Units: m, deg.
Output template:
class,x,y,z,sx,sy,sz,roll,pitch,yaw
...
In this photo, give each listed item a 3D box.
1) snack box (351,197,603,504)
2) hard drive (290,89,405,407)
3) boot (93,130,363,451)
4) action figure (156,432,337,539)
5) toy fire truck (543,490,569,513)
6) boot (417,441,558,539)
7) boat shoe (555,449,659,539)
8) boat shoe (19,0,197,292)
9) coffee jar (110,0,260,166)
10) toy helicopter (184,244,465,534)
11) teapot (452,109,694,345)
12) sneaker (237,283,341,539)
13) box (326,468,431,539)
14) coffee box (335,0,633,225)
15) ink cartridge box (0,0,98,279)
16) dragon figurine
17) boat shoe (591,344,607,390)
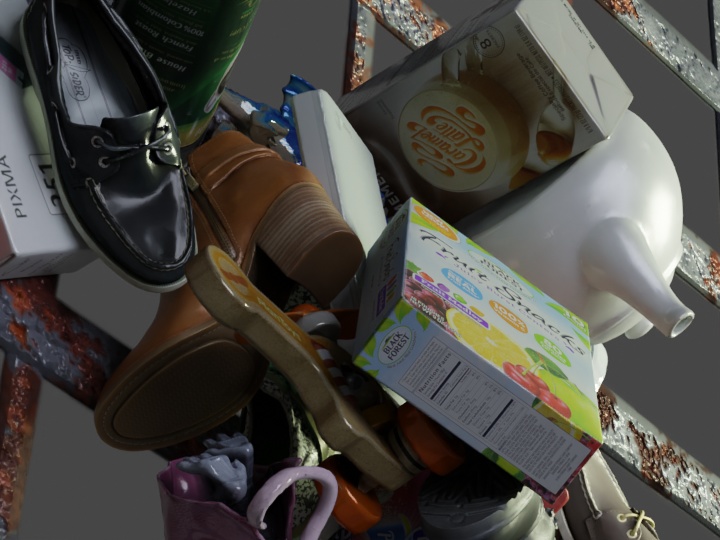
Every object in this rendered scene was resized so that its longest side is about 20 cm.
class,x,y,z,sx,sy,sz,roll,pitch,yaw
snack box,0.068,0.041,1.355,0.142,0.053,0.200,37,16,-8
hard drive,0.000,0.000,1.483,0.132,0.026,0.201,50,27,-67
boot,-0.106,0.005,1.413,0.077,0.200,0.155,44,-1,-42
action figure,-0.060,0.195,1.286,0.134,0.148,0.202,-8,97,-48
toy fire truck,0.067,0.073,1.570,0.048,0.141,0.201,-23,95,-14
boot,0.092,0.202,1.376,0.165,0.065,0.201,-53,135,-65
boat shoe,0.194,0.211,1.701,0.072,0.059,0.201,2,65,-52
boat shoe,-0.143,-0.086,1.358,0.074,0.066,0.201,-11,72,-24
coffee jar,-0.111,-0.157,1.438,0.085,0.201,0.105,24,40,-3
toy helicopter,-0.031,0.046,1.308,0.200,0.079,0.133,44,17,-35
teapot,0.161,-0.013,1.681,0.146,0.197,0.200,51,39,-12
sneaker,-0.045,0.079,1.435,0.089,0.076,0.201,65,20,-49
box,0.029,0.206,1.425,0.100,0.095,0.201,63,24,-44
coffee box,0.076,-0.108,1.644,0.115,0.199,0.080,53,33,-11
ink cartridge box,-0.243,-0.092,1.347,0.173,0.043,0.201,-7,72,-56
dragon figurine,-0.056,-0.092,1.583,0.201,0.059,0.100,56,31,-17
boat shoe,0.123,0.086,1.684,0.066,0.073,0.200,56,32,-15
